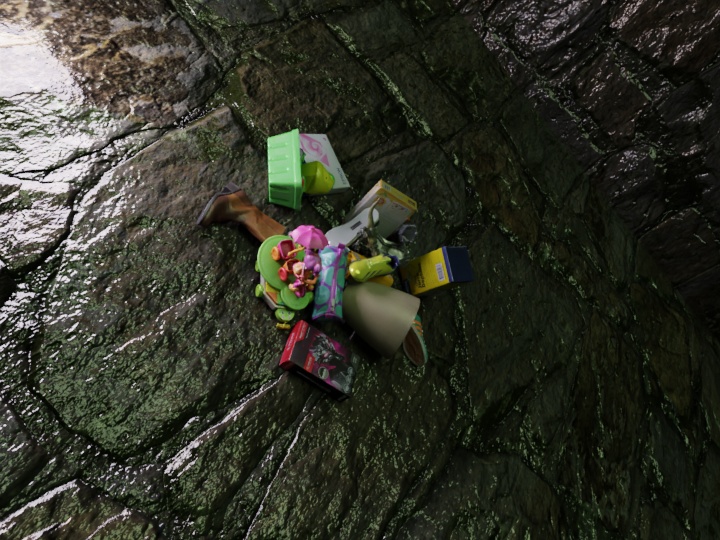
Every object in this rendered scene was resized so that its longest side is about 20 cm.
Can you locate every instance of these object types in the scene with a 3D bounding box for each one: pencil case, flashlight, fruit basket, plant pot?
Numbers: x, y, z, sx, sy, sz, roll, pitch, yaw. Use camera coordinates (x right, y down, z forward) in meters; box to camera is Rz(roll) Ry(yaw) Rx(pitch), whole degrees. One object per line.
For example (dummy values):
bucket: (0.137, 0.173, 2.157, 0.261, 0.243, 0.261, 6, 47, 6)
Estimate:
pencil case: (-0.077, 0.036, 1.577, 0.084, 0.092, 0.204, 12, 71, -21)
flashlight: (0.134, -0.116, 1.864, 0.067, 0.200, 0.069, -9, 92, -9)
fruit basket: (-0.164, -0.279, 1.716, 0.211, 0.156, 0.219, 4, 61, -6)
plant pot: (0.034, 0.110, 1.651, 0.198, 0.188, 0.189, 30, 45, -4)

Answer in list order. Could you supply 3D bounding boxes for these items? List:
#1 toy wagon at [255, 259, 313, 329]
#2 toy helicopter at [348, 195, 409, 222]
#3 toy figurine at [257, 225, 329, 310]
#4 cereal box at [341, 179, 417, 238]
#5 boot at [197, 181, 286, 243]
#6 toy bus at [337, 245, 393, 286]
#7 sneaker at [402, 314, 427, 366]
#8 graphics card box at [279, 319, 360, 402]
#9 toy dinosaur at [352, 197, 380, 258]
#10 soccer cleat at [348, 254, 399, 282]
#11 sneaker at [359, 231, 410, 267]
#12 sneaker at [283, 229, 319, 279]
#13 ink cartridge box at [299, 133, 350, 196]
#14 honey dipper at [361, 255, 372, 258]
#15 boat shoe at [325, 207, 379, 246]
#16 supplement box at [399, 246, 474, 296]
toy wagon: (-0.192, 0.049, 1.549, 0.153, 0.039, 0.204, 9, 64, -29)
toy helicopter: (0.054, -0.181, 1.902, 0.196, 0.132, 0.081, -4, 83, -17)
toy figurine: (-0.143, -0.024, 1.471, 0.148, 0.183, 0.204, -13, 78, -36)
cereal box: (0.055, -0.168, 1.815, 0.142, 0.199, 0.040, 28, 43, -26)
boot: (-0.303, -0.115, 1.552, 0.199, 0.068, 0.189, 42, 31, -8)
toy bus: (0.000, 0.000, 1.728, 0.198, 0.065, 0.079, 26, 21, -41)
sneaker: (0.158, 0.179, 1.782, 0.079, 0.071, 0.203, -13, 78, -50)
graphics card box: (-0.099, 0.231, 1.528, 0.199, 0.051, 0.127, 36, 45, -21)
toy dinosaur: (0.021, -0.103, 1.712, 0.047, 0.203, 0.088, 28, 45, 33)
soccer cleat: (0.038, -0.015, 1.633, 0.199, 0.083, 0.066, -10, 70, -59)
sneaker: (0.054, -0.069, 1.834, 0.198, 0.089, 0.078, 32, 82, -1)
sneaker: (-0.134, -0.037, 1.639, 0.200, 0.087, 0.074, 44, 43, -12)
ink cartridge box: (-0.145, -0.327, 1.854, 0.198, 0.043, 0.199, -13, 74, -48)
honey dipper: (0.068, -0.025, 1.857, 0.198, 0.038, 0.039, 1, 63, -44)
boat shoe: (-0.026, -0.103, 1.758, 0.198, 0.064, 0.071, -32, 62, -8)
supplement box: (0.232, 0.006, 1.854, 0.108, 0.198, 0.112, -2, 75, -43)
